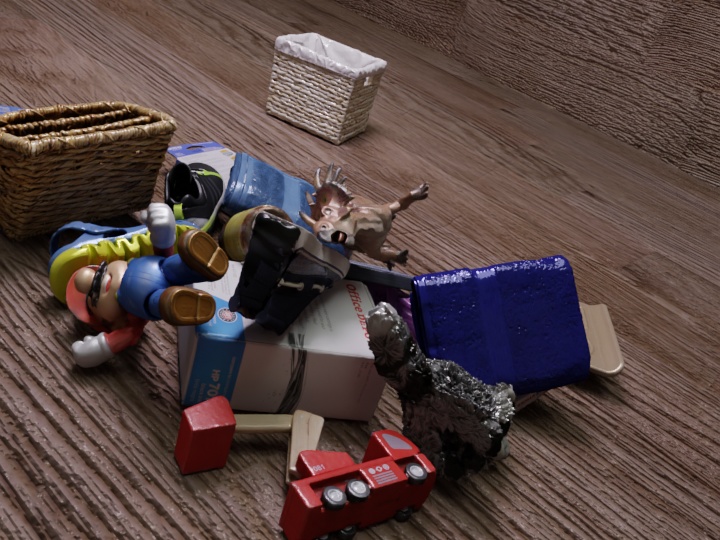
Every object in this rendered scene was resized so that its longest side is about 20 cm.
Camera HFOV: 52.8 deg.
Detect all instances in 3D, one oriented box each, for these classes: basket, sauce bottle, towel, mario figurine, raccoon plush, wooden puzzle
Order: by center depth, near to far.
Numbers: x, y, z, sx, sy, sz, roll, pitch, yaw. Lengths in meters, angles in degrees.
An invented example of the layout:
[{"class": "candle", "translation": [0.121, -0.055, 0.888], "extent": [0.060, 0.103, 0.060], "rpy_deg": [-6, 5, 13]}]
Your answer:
[{"class": "mario figurine", "translation": [-0.214, 0.015, 0.663], "extent": [0.197, 0.108, 0.123], "rpy_deg": [-11, 23, 43]}, {"class": "raccoon plush", "translation": [0.091, 0.103, 0.708], "extent": [0.095, 0.205, 0.134], "rpy_deg": [-15, 10, 26]}, {"class": "towel", "translation": [0.157, 0.068, 0.822], "extent": [0.194, 0.152, 0.050], "rpy_deg": [-8, -7, -13]}, {"class": "basket", "translation": [-0.338, -0.152, 0.848], "extent": [0.198, 0.150, 0.144], "rpy_deg": [-22, 66, -43]}, {"class": "sauce bottle", "translation": [-0.130, -0.039, 0.851], "extent": [0.064, 0.068, 0.199], "rpy_deg": [7, -1, -24]}, {"class": "wooden puzzle", "translation": [0.251, 0.077, 1.008], "extent": [0.194, 0.047, 0.186], "rpy_deg": [16, 26, 3]}, {"class": "towel", "translation": [-0.094, -0.089, 1.017], "extent": [0.196, 0.049, 0.113], "rpy_deg": [25, 36, -21]}, {"class": "basket", "translation": [-0.076, -0.392, 1.538], "extent": [0.196, 0.164, 0.198], "rpy_deg": [25, 26, 11]}]

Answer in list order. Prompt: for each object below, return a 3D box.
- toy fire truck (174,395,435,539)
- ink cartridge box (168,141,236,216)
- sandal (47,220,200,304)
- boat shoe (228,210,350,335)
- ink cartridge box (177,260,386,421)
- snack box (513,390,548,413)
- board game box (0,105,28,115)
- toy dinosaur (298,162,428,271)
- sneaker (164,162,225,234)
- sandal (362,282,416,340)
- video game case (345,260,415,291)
[{"class": "toy fire truck", "translation": [-0.045, 0.163, 0.624], "extent": [0.196, 0.050, 0.141], "rpy_deg": [-3, 34, -39]}, {"class": "ink cartridge box", "translation": [-0.195, -0.134, 1.101], "extent": [0.198, 0.043, 0.119], "rpy_deg": [33, 30, 20]}, {"class": "sandal", "translation": [-0.260, -0.025, 0.807], "extent": [0.086, 0.081, 0.197], "rpy_deg": [33, 27, 34]}, {"class": "boat shoe", "translation": [-0.068, 0.012, 0.690], "extent": [0.073, 0.095, 0.200], "rpy_deg": [22, -4, 16]}, {"class": "ink cartridge box", "translation": [-0.081, 0.068, 0.739], "extent": [0.195, 0.088, 0.147], "rpy_deg": [11, 27, -21]}, {"class": "snack box", "translation": [0.156, 0.081, 0.899], "extent": [0.071, 0.025, 0.201], "rpy_deg": [-26, 49, -16]}, {"class": "board game box", "translation": [-0.420, -0.162, 0.992], "extent": [0.196, 0.044, 0.200], "rpy_deg": [1, 34, -34]}, {"class": "toy dinosaur", "translation": [-0.013, -0.056, 0.780], "extent": [0.132, 0.089, 0.200], "rpy_deg": [10, -6, -15]}, {"class": "sneaker", "translation": [-0.218, -0.109, 0.954], "extent": [0.069, 0.085, 0.202], "rpy_deg": [-7, 35, -4]}, {"class": "sandal", "translation": [0.065, 0.057, 0.904], "extent": [0.081, 0.051, 0.203], "rpy_deg": [1, 30, -36]}, {"class": "video game case", "translation": [0.000, 0.000, 0.912], "extent": [0.139, 0.020, 0.200], "rpy_deg": [12, 3, -15]}]
